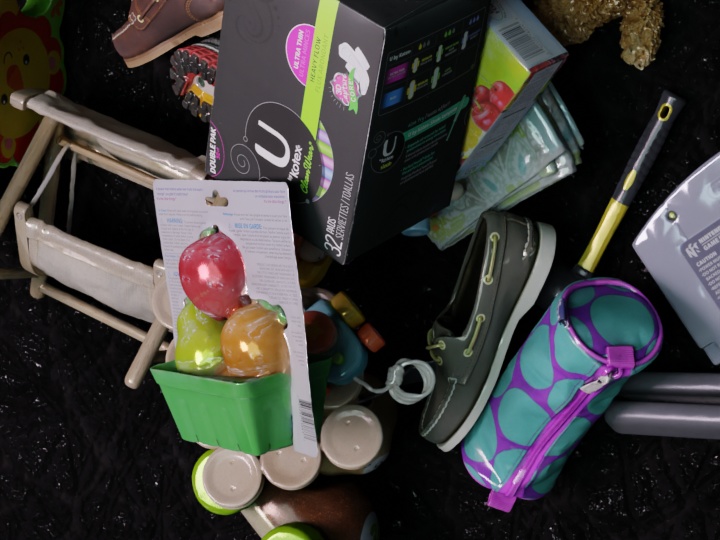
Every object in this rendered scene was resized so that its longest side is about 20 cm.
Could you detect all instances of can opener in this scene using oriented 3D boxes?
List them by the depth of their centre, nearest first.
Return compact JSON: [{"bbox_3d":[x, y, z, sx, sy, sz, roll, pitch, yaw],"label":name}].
[{"bbox_3d":[0.281,0.109,1.522,0.200,0.066,0.053,2,58,34],"label":"can opener"}]

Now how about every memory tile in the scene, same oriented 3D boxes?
[{"bbox_3d":[-0.075,0.077,1.583,0.153,0.017,0.200,-20,74,10],"label":"memory tile"}]

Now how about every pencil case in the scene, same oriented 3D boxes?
[{"bbox_3d":[0.150,0.094,1.546,0.085,0.092,0.200,17,136,-12],"label":"pencil case"}]

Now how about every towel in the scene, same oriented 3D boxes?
[{"bbox_3d":[0.068,-0.131,1.569,0.171,0.048,0.200,-34,85,45],"label":"towel"}]

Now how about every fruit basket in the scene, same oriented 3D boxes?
[{"bbox_3d":[-0.088,0.031,1.495,0.185,0.094,0.200,3,98,54],"label":"fruit basket"}]

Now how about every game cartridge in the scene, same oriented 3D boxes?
[{"bbox_3d":[0.306,-0.035,1.495,0.200,0.041,0.133,-36,86,29],"label":"game cartridge"}]

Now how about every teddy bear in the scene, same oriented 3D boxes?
[{"bbox_3d":[0.172,-0.219,1.510,0.200,0.067,0.145,0,102,29],"label":"teddy bear"}]

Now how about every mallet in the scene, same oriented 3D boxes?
[{"bbox_3d":[0.205,-0.041,1.549,0.066,0.041,0.200,38,111,15],"label":"mallet"}]

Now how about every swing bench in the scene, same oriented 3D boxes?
[{"bbox_3d":[-0.210,-0.032,1.718,0.199,0.130,0.200,24,102,22],"label":"swing bench"}]

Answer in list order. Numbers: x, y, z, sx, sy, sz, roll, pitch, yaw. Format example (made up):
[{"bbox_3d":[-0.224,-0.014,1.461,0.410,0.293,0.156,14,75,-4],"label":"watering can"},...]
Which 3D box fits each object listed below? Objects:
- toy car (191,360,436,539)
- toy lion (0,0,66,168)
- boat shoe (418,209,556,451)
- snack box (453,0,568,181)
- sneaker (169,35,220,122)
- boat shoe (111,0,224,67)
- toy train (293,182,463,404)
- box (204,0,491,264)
[{"bbox_3d":[-0.008,0.145,1.639,0.200,0.164,0.158,-44,79,15],"label":"toy car"},{"bbox_3d":[-0.303,-0.196,1.721,0.069,0.192,0.200,7,63,26],"label":"toy lion"},{"bbox_3d":[0.086,0.046,1.575,0.060,0.072,0.202,19,108,-16],"label":"boat shoe"},{"bbox_3d":[0.044,-0.181,1.495,0.200,0.053,0.142,50,137,13],"label":"snack box"},{"bbox_3d":[-0.058,-0.139,1.633,0.200,0.082,0.078,35,139,23],"label":"sneaker"},{"bbox_3d":[-0.151,-0.221,1.645,0.070,0.070,0.200,52,146,-15],"label":"boat shoe"},{"bbox_3d":[0.000,0.000,1.541,0.150,0.056,0.200,-2,78,15],"label":"toy train"},{"bbox_3d":[-0.010,-0.137,1.439,0.148,0.124,0.200,33,133,28],"label":"box"}]
